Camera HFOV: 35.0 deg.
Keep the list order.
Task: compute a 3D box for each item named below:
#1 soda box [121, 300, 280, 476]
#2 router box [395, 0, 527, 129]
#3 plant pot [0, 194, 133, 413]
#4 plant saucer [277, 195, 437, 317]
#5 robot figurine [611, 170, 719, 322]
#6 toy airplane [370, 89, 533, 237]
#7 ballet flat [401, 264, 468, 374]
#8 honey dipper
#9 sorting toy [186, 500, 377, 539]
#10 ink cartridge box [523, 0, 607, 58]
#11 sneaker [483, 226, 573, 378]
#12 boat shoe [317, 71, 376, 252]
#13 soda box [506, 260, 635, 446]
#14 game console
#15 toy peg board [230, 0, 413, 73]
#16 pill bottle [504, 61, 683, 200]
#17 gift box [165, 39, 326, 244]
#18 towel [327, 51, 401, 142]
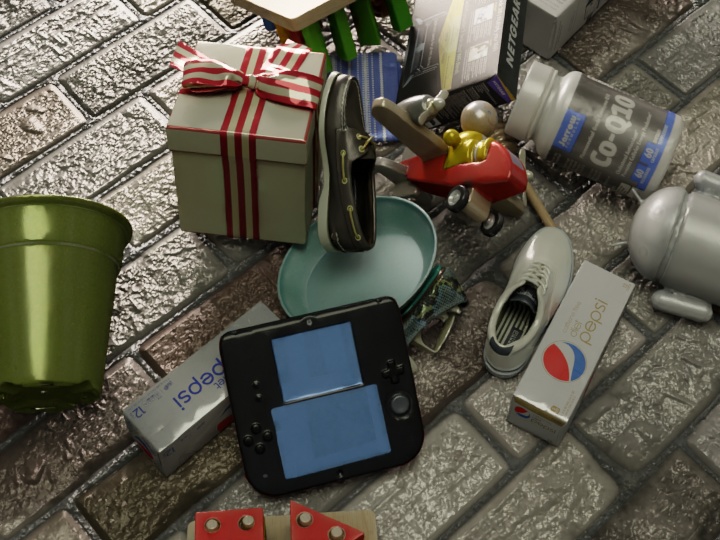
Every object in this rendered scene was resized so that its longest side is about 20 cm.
[{"bbox_3d":[-0.159,0.127,1.246,0.068,0.064,0.199,40,65,22],"label":"soda box"},{"bbox_3d":[0.132,-0.287,1.475,0.155,0.052,0.203,-15,50,35],"label":"router box"},{"bbox_3d":[-0.343,0.047,1.237,0.196,0.201,0.194,-5,71,-5],"label":"plant pot"},{"bbox_3d":[0.000,0.000,1.316,0.196,0.036,0.202,-15,45,15],"label":"plant saucer"},{"bbox_3d":[0.397,-0.027,1.331,0.197,0.113,0.172,21,88,11],"label":"robot figurine"},{"bbox_3d":[0.111,-0.133,1.338,0.197,0.200,0.143,27,86,11],"label":"toy airplane"},{"bbox_3d":[0.053,0.080,1.286,0.074,0.075,0.200,36,67,20],"label":"ballet flat"},{"bbox_3d":[0.206,-0.104,1.420,0.037,0.038,0.202,-19,62,-13],"label":"honey dipper"},{"bbox_3d":[-0.074,0.314,1.104,0.195,0.070,0.202,-3,46,-3],"label":"sorting toy"},{"bbox_3d":[0.266,-0.411,1.587,0.146,0.086,0.200,36,65,19],"label":"ink cartridge box"},{"bbox_3d":[0.199,0.027,1.308,0.072,0.071,0.202,20,63,10],"label":"sneaker"},{"bbox_3d":[-0.009,-0.123,1.298,0.060,0.071,0.206,2,93,28],"label":"boat shoe"},{"bbox_3d":[0.236,0.091,1.281,0.067,0.064,0.201,25,61,14],"label":"soda box"},{"bbox_3d":[-0.039,0.134,1.210,0.196,0.031,0.180,-12,95,-9],"label":"game console"},{"bbox_3d":[-0.042,-0.354,1.534,0.198,0.099,0.199,-31,35,-18],"label":"toy peg board"},{"bbox_3d":[0.285,-0.174,1.408,0.197,0.114,0.115,24,59,5],"label":"pill bottle"},{"bbox_3d":[-0.134,-0.169,1.350,0.181,0.189,0.202,3,48,0],"label":"gift box"},{"bbox_3d":[-0.041,-0.223,1.500,0.196,0.024,0.147,-2,60,-1],"label":"towel"}]
